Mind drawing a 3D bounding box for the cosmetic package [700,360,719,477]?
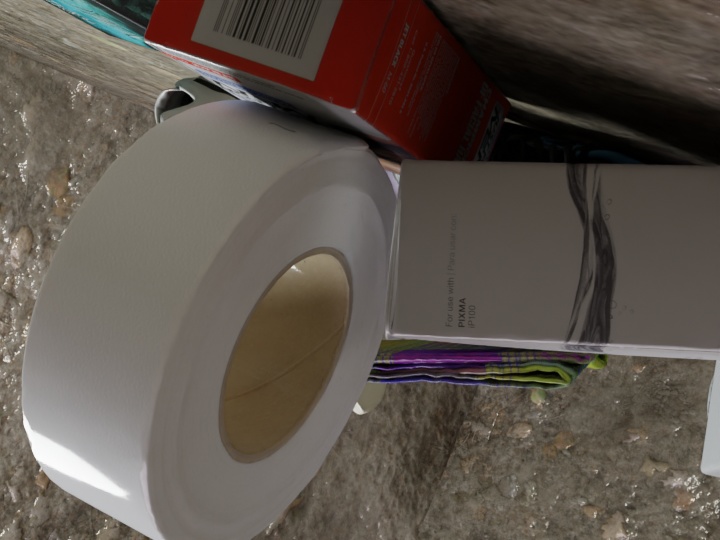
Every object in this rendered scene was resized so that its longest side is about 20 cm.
[{"bbox_3d":[0.261,0.062,0.613,0.074,0.102,0.200,14,166,-1],"label":"cosmetic package"}]

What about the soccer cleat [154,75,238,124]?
[{"bbox_3d":[-0.114,-0.126,0.868,0.085,0.069,0.200,4,-159,-9],"label":"soccer cleat"}]

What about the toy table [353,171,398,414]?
[{"bbox_3d":[0.000,0.000,0.840,0.184,0.117,0.200,56,159,14],"label":"toy table"}]

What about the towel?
[{"bbox_3d":[0.042,0.055,0.674,0.200,0.023,0.144,-2,179,16],"label":"towel"}]

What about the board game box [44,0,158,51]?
[{"bbox_3d":[-0.194,-0.197,0.792,0.135,0.028,0.200,23,-178,32],"label":"board game box"}]

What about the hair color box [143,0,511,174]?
[{"bbox_3d":[-0.005,-0.096,0.564,0.111,0.064,0.200,21,-178,22],"label":"hair color box"}]

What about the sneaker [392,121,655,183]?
[{"bbox_3d":[0.113,-0.056,0.661,0.200,0.073,0.082,17,164,12],"label":"sneaker"}]

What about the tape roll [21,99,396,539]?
[{"bbox_3d":[-0.059,0.026,0.527,0.071,0.203,0.202,22,-179,25],"label":"tape roll"}]

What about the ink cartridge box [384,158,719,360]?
[{"bbox_3d":[0.122,-0.002,0.535,0.200,0.083,0.147,3,177,12],"label":"ink cartridge box"}]
